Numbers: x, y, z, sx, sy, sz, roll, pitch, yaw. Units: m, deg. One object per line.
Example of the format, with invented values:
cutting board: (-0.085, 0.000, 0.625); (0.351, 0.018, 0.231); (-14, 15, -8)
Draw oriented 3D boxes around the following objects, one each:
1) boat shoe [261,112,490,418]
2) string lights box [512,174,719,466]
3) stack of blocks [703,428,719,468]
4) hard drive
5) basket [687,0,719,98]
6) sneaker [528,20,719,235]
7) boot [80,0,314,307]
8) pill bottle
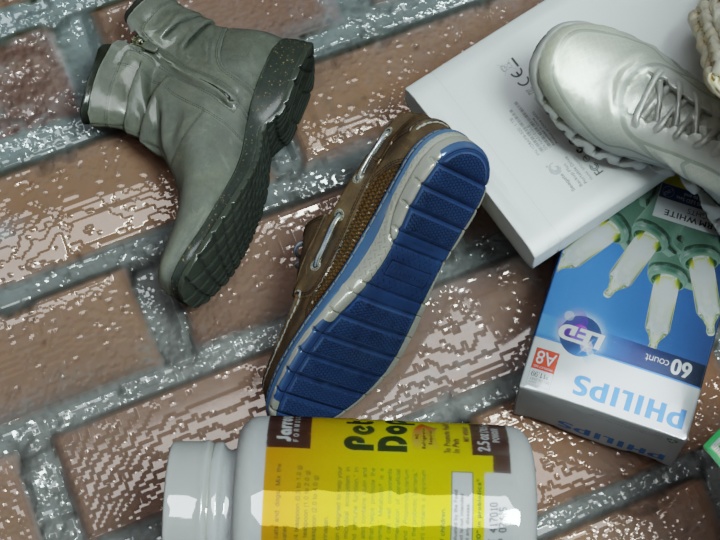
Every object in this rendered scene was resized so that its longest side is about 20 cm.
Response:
boat shoe: (0.000, 0.000, 0.887); (0.201, 0.072, 0.072); (-55, 44, 8)
string lights box: (0.169, 0.003, 0.909); (0.102, 0.059, 0.202); (17, 69, 8)
stack of blocks: (0.271, 0.111, 0.794); (0.059, 0.199, 0.115); (-50, 64, 21)
hard drive: (0.144, -0.108, 0.907); (0.199, 0.027, 0.132); (-33, 72, -11)
basket: (0.289, -0.121, 0.782); (0.199, 0.198, 0.161); (39, 112, -6)
sneaker: (0.186, -0.078, 0.839); (0.199, 0.081, 0.076); (31, 84, -8)
boot: (-0.117, -0.078, 0.937); (0.129, 0.068, 0.202); (17, 63, 10)
pill bottle: (-0.007, 0.136, 0.829); (0.197, 0.109, 0.111); (2, 69, -1)
